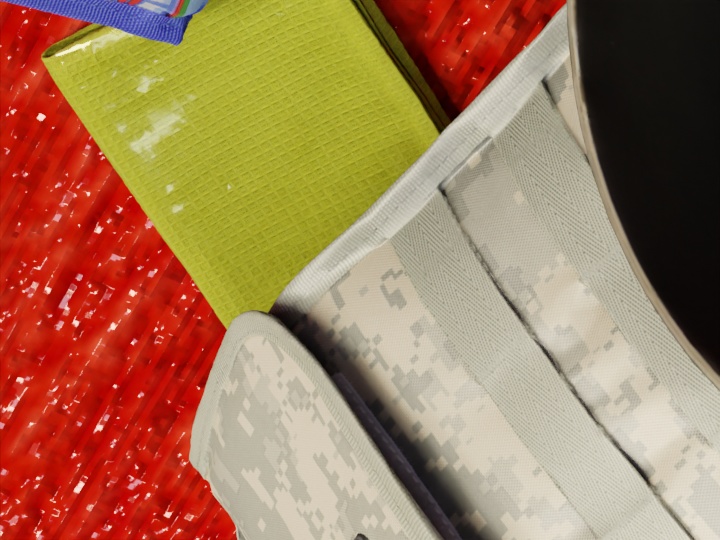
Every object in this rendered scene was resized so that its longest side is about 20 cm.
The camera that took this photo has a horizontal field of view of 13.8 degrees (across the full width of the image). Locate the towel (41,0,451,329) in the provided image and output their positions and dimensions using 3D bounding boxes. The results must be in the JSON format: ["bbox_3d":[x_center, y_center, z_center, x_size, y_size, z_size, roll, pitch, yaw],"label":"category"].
[{"bbox_3d":[0.000,0.000,0.820,0.086,0.018,0.200,-29,117,9],"label":"towel"}]

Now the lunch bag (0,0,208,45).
[{"bbox_3d":[-0.087,-0.145,0.705,0.200,0.094,0.151,15,112,-26],"label":"lunch bag"}]

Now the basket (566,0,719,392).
[{"bbox_3d":[0.155,-0.037,0.633,0.136,0.180,0.200,-22,162,31],"label":"basket"}]

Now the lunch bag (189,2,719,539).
[{"bbox_3d":[0.057,0.053,0.742,0.200,0.164,0.118,-45,157,22],"label":"lunch bag"}]
